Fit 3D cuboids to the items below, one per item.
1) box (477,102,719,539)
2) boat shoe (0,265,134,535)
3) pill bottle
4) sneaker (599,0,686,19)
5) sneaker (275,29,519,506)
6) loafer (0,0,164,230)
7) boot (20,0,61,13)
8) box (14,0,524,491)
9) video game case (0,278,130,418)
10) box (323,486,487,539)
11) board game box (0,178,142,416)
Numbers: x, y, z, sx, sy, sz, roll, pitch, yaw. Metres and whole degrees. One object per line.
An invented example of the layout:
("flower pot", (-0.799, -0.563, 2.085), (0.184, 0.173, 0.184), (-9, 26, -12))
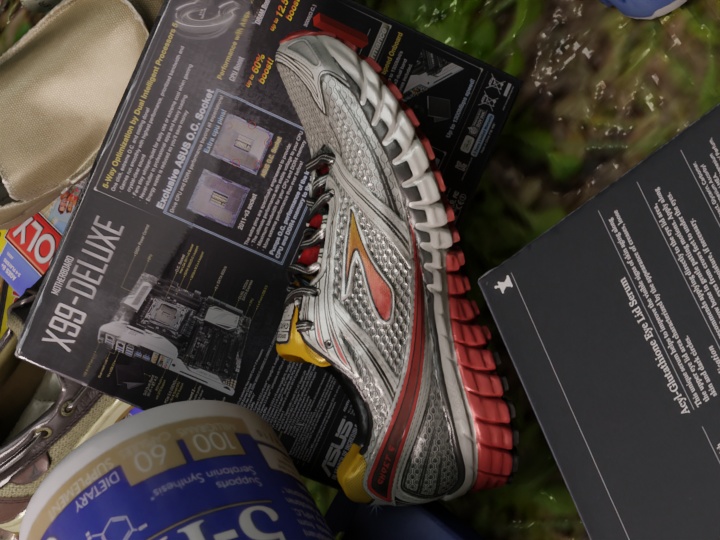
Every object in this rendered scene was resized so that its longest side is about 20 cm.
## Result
("box", (0.148, 0.054, 0.657), (0.141, 0.079, 0.201), (-35, 58, 23))
("boat shoe", (-0.134, 0.035, 0.832), (0.073, 0.065, 0.201), (35, 100, 41))
("pill bottle", (-0.046, 0.160, 0.690), (0.120, 0.119, 0.200), (-48, 51, 18))
("sneaker", (0.059, -0.191, 0.776), (0.199, 0.115, 0.081), (42, 104, 39))
("sneaker", (0.000, 0.000, 0.719), (0.082, 0.078, 0.201), (-17, 88, -6))
("loafer", (-0.152, -0.070, 0.857), (0.200, 0.067, 0.076), (-39, 88, 37))
("boot", (-0.095, -0.147, 0.885), (0.154, 0.072, 0.201), (-15, 60, 10))
("box", (-0.041, -0.025, 0.784), (0.050, 0.157, 0.201), (-141, 74, -78))
("video game case", (-0.119, 0.006, 0.926), (0.180, 0.025, 0.201), (2, 79, 39))
("box", (0.029, 0.168, 0.727), (0.200, 0.032, 0.122), (34, 100, 42))
("board game box", (-0.123, -0.031, 0.903), (0.200, 0.029, 0.135), (39, 103, 39))
